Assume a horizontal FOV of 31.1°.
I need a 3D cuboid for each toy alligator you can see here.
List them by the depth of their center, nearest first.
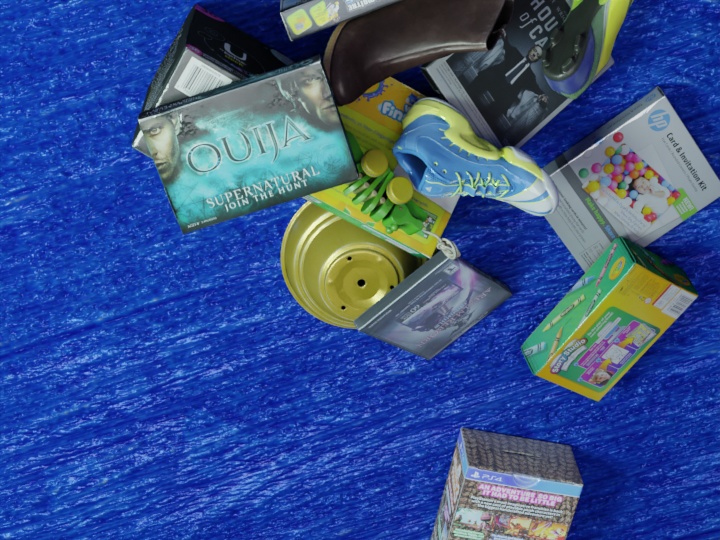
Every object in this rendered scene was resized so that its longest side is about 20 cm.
[{"bbox_3d":[0.031,-0.070,1.441,0.200,0.059,0.054,47,62,-11],"label":"toy alligator"}]

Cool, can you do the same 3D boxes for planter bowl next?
[{"bbox_3d":[0.000,0.000,1.596,0.198,0.084,0.202,-1,114,-2],"label":"planter bowl"}]

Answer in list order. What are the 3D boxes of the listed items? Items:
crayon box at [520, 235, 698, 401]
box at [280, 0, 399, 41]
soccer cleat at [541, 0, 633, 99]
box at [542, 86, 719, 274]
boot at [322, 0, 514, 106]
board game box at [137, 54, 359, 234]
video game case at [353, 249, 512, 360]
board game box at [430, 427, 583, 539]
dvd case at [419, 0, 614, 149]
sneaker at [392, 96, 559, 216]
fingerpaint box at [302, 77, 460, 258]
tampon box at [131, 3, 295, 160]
[{"bbox_3d":[0.311,0.064,1.626,0.118,0.058,0.200,23,118,-31],"label":"crayon box"},{"bbox_3d":[0.009,-0.317,1.437,0.198,0.110,0.035,-19,114,6],"label":"box"},{"bbox_3d":[0.273,-0.288,1.478,0.201,0.064,0.084,-57,145,-6],"label":"soccer cleat"},{"bbox_3d":[0.323,-0.103,1.587,0.199,0.041,0.156,-35,112,12],"label":"box"},{"bbox_3d":[0.061,-0.249,1.404,0.165,0.201,0.073,8,139,32],"label":"boot"},{"bbox_3d":[-0.114,-0.129,1.342,0.198,0.028,0.136,-17,115,5],"label":"board game box"},{"bbox_3d":[0.093,0.045,1.587,0.143,0.019,0.200,-39,151,14],"label":"video game case"},{"bbox_3d":[0.191,0.333,1.748,0.158,0.097,0.202,11,114,-7],"label":"board game box"},{"bbox_3d":[0.183,-0.236,1.489,0.200,0.025,0.151,-41,112,-8],"label":"dvd case"},{"bbox_3d":[0.120,-0.102,1.440,0.199,0.105,0.076,35,152,8],"label":"sneaker"},{"bbox_3d":[0.024,-0.133,1.512,0.199,0.073,0.168,26,87,-14],"label":"fingerpaint box"},{"bbox_3d":[-0.154,-0.186,1.440,0.149,0.200,0.127,29,110,-16],"label":"tampon box"}]
